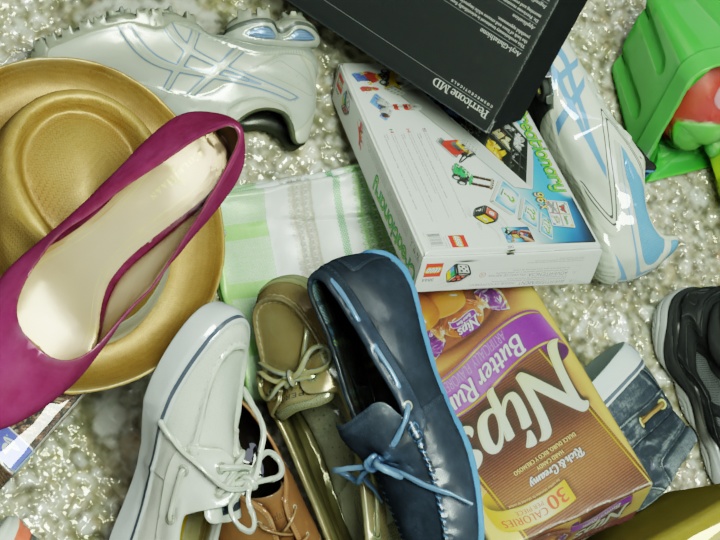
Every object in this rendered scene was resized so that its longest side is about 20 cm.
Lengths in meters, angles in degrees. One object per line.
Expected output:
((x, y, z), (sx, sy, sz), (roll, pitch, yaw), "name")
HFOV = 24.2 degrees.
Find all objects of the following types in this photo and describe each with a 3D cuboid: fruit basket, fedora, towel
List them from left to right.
((-0.160, -0.035, 0.952), (0.198, 0.082, 0.203), (5, 74, -18), "fedora")
((0.000, 0.000, 1.134), (0.198, 0.031, 0.151), (-10, 78, -21), "towel")
((0.300, -0.106, 1.216), (0.213, 0.156, 0.218), (7, 57, -10), "fruit basket")

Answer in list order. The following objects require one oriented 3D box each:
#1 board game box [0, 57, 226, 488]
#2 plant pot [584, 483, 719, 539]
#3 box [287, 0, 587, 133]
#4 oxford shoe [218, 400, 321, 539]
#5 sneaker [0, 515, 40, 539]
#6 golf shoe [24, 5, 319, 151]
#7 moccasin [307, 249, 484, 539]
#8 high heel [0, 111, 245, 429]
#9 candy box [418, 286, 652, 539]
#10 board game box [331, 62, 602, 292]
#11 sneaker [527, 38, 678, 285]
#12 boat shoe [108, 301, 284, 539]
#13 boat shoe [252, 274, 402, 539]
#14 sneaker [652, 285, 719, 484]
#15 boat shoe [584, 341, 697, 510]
((-0.210, 0.005, 1.022), (0.159, 0.097, 0.200), (42, 66, -4), "board game box")
((0.175, 0.259, 1.042), (0.198, 0.194, 0.198), (-19, 83, -14), "plant pot")
((0.047, -0.206, 1.112), (0.199, 0.142, 0.079), (35, 22, 14), "box")
((-0.057, 0.168, 1.047), (0.071, 0.071, 0.202), (-28, 87, -25), "oxford shoe")
((-0.226, 0.243, 0.966), (0.082, 0.077, 0.201), (36, 67, -14), "sneaker")
((-0.118, -0.119, 1.104), (0.197, 0.078, 0.099), (-3, 82, -19), "golf shoe")
((0.011, 0.090, 1.000), (0.068, 0.080, 0.202), (-7, 70, -39), "moccasin")
((-0.134, -0.003, 0.857), (0.067, 0.096, 0.201), (37, 72, -13), "high heel")
((0.083, 0.083, 1.065), (0.116, 0.057, 0.201), (-19, 63, -20), "candy box")
((0.067, -0.067, 1.120), (0.125, 0.035, 0.201), (-2, 43, -19), "board game box")
((0.164, -0.090, 1.193), (0.072, 0.072, 0.202), (-20, 86, -17), "sneaker")
((-0.088, 0.124, 0.985), (0.086, 0.074, 0.204), (28, 108, 27), "boat shoe")
((-0.021, 0.101, 1.052), (0.063, 0.073, 0.203), (-24, 94, -53), "boat shoe")
((0.281, 0.095, 1.160), (0.075, 0.114, 0.202), (-26, 85, -23), "sneaker")
((0.144, 0.142, 1.123), (0.200, 0.071, 0.091), (-42, 92, -24), "boat shoe")
